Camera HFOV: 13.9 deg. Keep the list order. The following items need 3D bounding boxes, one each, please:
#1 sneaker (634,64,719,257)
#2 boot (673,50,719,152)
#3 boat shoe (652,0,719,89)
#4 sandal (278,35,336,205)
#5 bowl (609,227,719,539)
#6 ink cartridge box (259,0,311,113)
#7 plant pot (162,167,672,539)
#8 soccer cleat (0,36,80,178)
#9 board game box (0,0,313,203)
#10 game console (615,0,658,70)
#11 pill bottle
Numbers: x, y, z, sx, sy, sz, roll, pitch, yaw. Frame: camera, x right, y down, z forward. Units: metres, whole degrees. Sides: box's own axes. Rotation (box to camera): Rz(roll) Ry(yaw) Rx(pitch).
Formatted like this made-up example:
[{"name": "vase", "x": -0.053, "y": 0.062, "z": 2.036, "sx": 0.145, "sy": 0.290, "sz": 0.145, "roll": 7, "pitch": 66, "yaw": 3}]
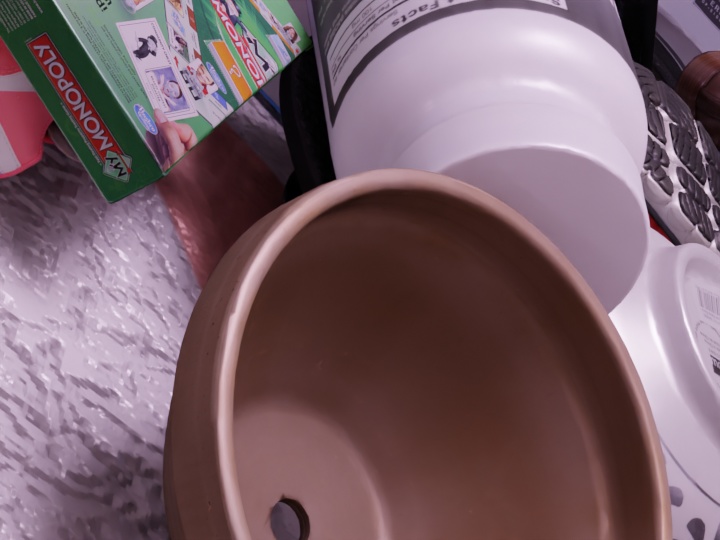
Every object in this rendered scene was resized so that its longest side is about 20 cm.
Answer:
[{"name": "sneaker", "x": 0.119, "y": -0.008, "z": 1.255, "sx": 0.200, "sy": 0.085, "sz": 0.077, "roll": 53, "pitch": 26, "yaw": -33}, {"name": "boot", "x": 0.254, "y": -0.035, "z": 1.303, "sx": 0.186, "sy": 0.064, "sz": 0.200, "roll": 4, "pitch": 20, "yaw": -24}, {"name": "boat shoe", "x": 0.178, "y": -0.122, "z": 1.552, "sx": 0.200, "sy": 0.057, "sz": 0.069, "roll": 48, "pitch": 67, "yaw": -32}, {"name": "sandal", "x": 0.000, "y": 0.000, "z": 1.160, "sx": 0.075, "sy": 0.045, "sz": 0.200, "roll": 3, "pitch": 66, "yaw": -48}, {"name": "bowl", "x": 0.106, "y": 0.048, "z": 1.144, "sx": 0.201, "sy": 0.094, "sz": 0.201, "roll": 45, "pitch": 32, "yaw": -37}, {"name": "ink cartridge box", "x": 0.028, "y": -0.107, "z": 1.299, "sx": 0.115, "sy": 0.068, "sz": 0.200, "roll": 47, "pitch": 27, "yaw": -6}, {"name": "plant pot", "x": 0.002, "y": 0.075, "z": 0.966, "sx": 0.201, "sy": 0.093, "sz": 0.201, "roll": 19, "pitch": 62, "yaw": -39}, {"name": "soccer cleat", "x": -0.091, "y": -0.076, "z": 1.101, "sx": 0.200, "sy": 0.067, "sz": 0.077, "roll": -10, "pitch": 84, "yaw": -62}, {"name": "board game box", "x": -0.103, "y": -0.136, "z": 1.035, "sx": 0.200, "sy": 0.029, "sz": 0.135, "roll": 58, "pitch": 31, "yaw": -9}, {"name": "game console", "x": 0.083, "y": -0.160, "z": 1.384, "sx": 0.200, "sy": 0.116, "sz": 0.176, "roll": 84, "pitch": 11, "yaw": -64}, {"name": "pill bottle", "x": 0.043, "y": -0.069, "z": 1.090, "sx": 0.116, "sy": 0.116, "sz": 0.200, "roll": 33, "pitch": 29, "yaw": -30}]
